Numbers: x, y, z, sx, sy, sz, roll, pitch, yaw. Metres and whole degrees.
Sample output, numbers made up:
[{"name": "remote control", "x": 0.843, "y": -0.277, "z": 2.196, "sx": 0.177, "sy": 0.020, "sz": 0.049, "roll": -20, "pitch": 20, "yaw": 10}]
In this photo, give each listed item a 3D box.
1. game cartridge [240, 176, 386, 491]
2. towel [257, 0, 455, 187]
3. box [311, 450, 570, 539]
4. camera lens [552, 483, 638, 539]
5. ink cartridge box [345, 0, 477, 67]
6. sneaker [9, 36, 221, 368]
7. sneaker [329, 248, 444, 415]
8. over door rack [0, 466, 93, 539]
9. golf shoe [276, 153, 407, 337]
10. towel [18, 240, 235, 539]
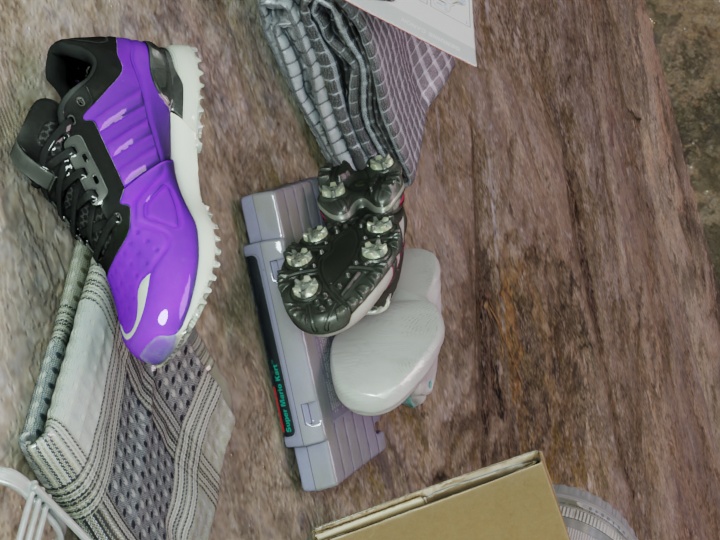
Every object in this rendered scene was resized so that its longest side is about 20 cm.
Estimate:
[{"name": "game cartridge", "x": -0.033, "y": 0.040, "z": 1.431, "sx": 0.130, "sy": 0.038, "sz": 0.201, "roll": -21, "pitch": 99, "yaw": -68}, {"name": "towel", "x": 0.001, "y": -0.172, "z": 1.576, "sx": 0.166, "sy": 0.085, "sz": 0.201, "roll": -80, "pitch": 153, "yaw": -47}, {"name": "box", "x": 0.075, "y": 0.230, "z": 1.436, "sx": 0.021, "sy": 0.163, "sz": 0.201, "roll": -106, "pitch": 176, "yaw": -61}, {"name": "camera lens", "x": 0.136, "y": 0.273, "z": 1.599, "sx": 0.200, "sy": 0.159, "sz": 0.161, "roll": -62, "pitch": 137, "yaw": -63}, {"name": "ink cartridge box", "x": -0.010, "y": -0.228, "z": 1.460, "sx": 0.199, "sy": 0.044, "sz": 0.174, "roll": 24, "pitch": 44, "yaw": -23}, {"name": "sneaker", "x": -0.133, "y": -0.041, "z": 1.085, "sx": 0.099, "sy": 0.070, "sz": 0.201, "roll": 13, "pitch": 49, "yaw": -26}, {"name": "sneaker", "x": 0.028, "y": 0.063, "z": 1.454, "sx": 0.200, "sy": 0.075, "sz": 0.089, "roll": -67, "pitch": 154, "yaw": -63}, {"name": "over door rack", "x": -0.124, "y": 0.204, "z": 0.964, "sx": 0.200, "sy": 0.066, "sz": 0.148, "roll": 41, "pitch": 36, "yaw": -30}, {"name": "golf shoe", "x": 0.000, "y": 0.000, "z": 1.389, "sx": 0.200, "sy": 0.077, "sz": 0.089, "roll": -68, "pitch": 151, "yaw": -59}, {"name": "towel", "x": -0.115, "y": 0.081, "z": 1.146, "sx": 0.201, "sy": 0.034, "sz": 0.193, "roll": -83, "pitch": 155, "yaw": -46}]
